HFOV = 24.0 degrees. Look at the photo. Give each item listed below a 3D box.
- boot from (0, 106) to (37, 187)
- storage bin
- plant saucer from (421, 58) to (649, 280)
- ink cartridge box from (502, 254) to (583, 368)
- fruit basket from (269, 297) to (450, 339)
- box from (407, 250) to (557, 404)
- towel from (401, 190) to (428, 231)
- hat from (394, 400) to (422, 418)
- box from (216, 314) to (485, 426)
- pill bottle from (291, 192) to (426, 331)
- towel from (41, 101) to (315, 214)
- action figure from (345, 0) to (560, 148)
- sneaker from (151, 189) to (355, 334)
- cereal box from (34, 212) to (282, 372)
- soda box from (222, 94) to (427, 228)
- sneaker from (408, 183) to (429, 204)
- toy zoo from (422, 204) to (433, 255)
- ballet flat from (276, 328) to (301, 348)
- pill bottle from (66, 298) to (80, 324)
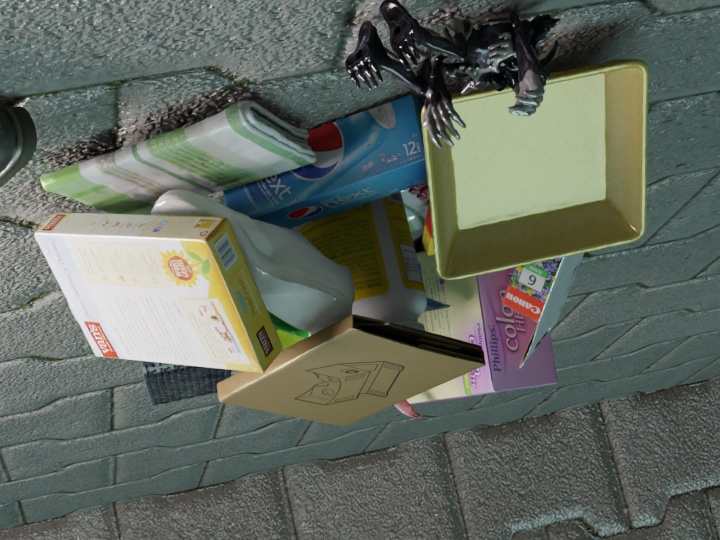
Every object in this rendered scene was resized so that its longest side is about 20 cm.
[{"bbox_3d":[-0.364,-0.076,1.267,0.200,0.073,0.182,-8,153,-48],"label":"boot"},{"bbox_3d":[-0.196,0.058,1.822,0.093,0.136,0.200,-11,166,-8],"label":"storage bin"},{"bbox_3d":[0.152,-0.097,1.503,0.199,0.049,0.200,-11,130,-5],"label":"plant saucer"},{"bbox_3d":[0.203,-0.003,1.847,0.109,0.050,0.200,-43,155,-53],"label":"ink cartridge box"},{"bbox_3d":[-0.029,0.019,1.872,0.185,0.094,0.200,19,-159,37],"label":"fruit basket"},{"bbox_3d":[0.124,0.060,1.995,0.096,0.176,0.200,-5,174,-31],"label":"box"},{"bbox_3d":[0.048,-0.063,1.803,0.200,0.031,0.149,-17,167,14],"label":"towel"},{"bbox_3d":[-0.045,0.109,2.037,0.165,0.177,0.200,-7,173,-14],"label":"hat"},{"bbox_3d":[-0.011,0.096,1.568,0.163,0.021,0.200,15,150,-39],"label":"box"},{"bbox_3d":[0.000,0.000,1.647,0.114,0.201,0.114,-12,166,-3],"label":"pill bottle"},{"bbox_3d":[-0.155,-0.096,1.466,0.200,0.031,0.149,-16,164,18],"label":"towel"},{"bbox_3d":[0.086,-0.153,1.334,0.200,0.102,0.119,3,157,-41],"label":"action figure"},{"bbox_3d":[-0.094,-0.019,1.510,0.200,0.089,0.075,32,125,-15],"label":"sneaker"},{"bbox_3d":[-0.177,0.017,1.481,0.200,0.144,0.040,4,-140,34],"label":"cereal box"},{"bbox_3d":[-0.024,-0.093,1.541,0.200,0.064,0.068,-18,164,19],"label":"soda box"},{"bbox_3d":[0.125,-0.088,1.665,0.200,0.075,0.081,16,174,-23],"label":"sneaker"},{"bbox_3d":[0.132,-0.065,1.801,0.131,0.021,0.200,-18,163,-7],"label":"toy zoo"},{"bbox_3d":[-0.130,0.051,1.967,0.200,0.067,0.067,20,-141,39],"label":"ballet flat"},{"bbox_3d":[-0.189,0.006,1.604,0.111,0.111,0.200,-4,175,-36],"label":"pill bottle"}]
